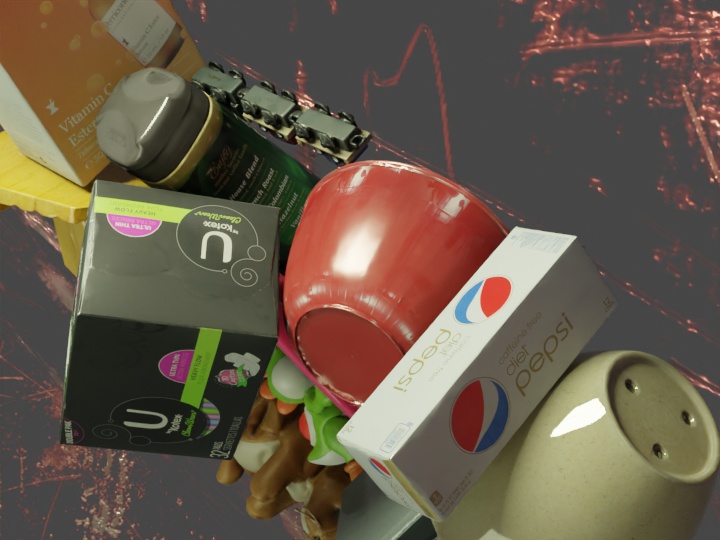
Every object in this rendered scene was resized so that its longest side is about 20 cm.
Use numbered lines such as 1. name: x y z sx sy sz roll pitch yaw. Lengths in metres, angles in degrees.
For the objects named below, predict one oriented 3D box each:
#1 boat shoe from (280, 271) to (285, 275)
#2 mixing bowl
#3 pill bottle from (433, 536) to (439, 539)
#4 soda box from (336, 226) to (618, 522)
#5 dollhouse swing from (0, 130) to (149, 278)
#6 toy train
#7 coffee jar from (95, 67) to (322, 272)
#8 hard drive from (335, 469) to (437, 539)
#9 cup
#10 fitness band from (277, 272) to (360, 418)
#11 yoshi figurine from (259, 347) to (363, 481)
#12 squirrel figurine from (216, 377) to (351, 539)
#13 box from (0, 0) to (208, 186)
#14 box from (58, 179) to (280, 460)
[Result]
1. boat shoe: 0.000 0.000 1.100 0.200 0.076 0.060 19 152 27
2. mixing bowl: 0.017 0.030 0.967 0.200 0.108 0.200 20 135 21
3. pill bottle: 0.112 0.202 1.098 0.114 0.114 0.200 46 137 -5
4. soda box: 0.080 0.065 0.868 0.064 0.200 0.068 14 147 55
5. dollhouse swing: -0.244 -0.019 1.165 0.200 0.182 0.176 16 118 22
6. toy train: -0.063 -0.120 1.029 0.200 0.034 0.046 27 157 42
7. coffee jar: -0.112 -0.080 1.049 0.200 0.085 0.104 34 176 -39
8. hard drive: 0.050 0.170 1.073 0.033 0.200 0.140 35 -153 -14
9. cup: 0.163 0.135 0.909 0.200 0.200 0.143 44 132 2
10. fitness band: -0.034 0.074 1.144 0.200 0.037 0.144 50 165 -25
11. yoshi figurine: -0.020 0.114 1.308 0.200 0.112 0.112 47 149 17
12. squirrel figurine: -0.037 0.192 1.390 0.187 0.200 0.142 35 143 25
13. box: -0.241 -0.198 1.048 0.106 0.152 0.200 26 154 43
14. box: -0.151 0.045 1.027 0.148 0.125 0.200 7 144 -12
